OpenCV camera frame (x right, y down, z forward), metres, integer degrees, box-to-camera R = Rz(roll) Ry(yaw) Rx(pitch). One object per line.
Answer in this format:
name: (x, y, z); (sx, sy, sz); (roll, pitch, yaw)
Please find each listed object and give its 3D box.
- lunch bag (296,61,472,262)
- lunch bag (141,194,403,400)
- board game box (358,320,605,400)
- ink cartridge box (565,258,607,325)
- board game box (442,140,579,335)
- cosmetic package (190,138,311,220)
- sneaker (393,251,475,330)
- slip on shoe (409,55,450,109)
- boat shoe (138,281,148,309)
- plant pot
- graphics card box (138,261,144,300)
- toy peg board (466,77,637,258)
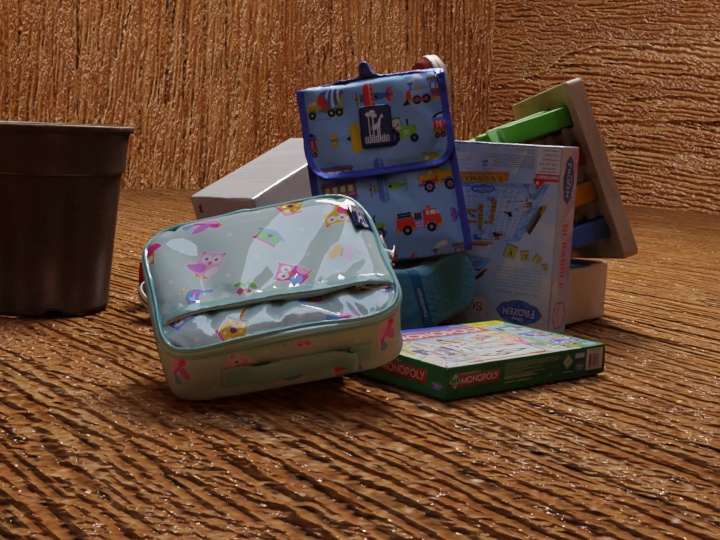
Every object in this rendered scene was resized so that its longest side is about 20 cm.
lunch bag: (0.023, -0.111, 1.111); (0.150, 0.201, 0.094); (-9, 5, 3)
lunch bag: (-0.065, 0.020, 0.860); (0.199, 0.077, 0.161); (-12, 41, -9)
board game box: (0.099, 0.075, 0.962); (0.200, 0.029, 0.134); (-4, 11, -40)
ink cartridge box: (0.175, 0.015, 1.293); (0.200, 0.067, 0.116); (7, 8, 34)
board game box: (0.129, -0.038, 1.173); (0.200, 0.200, 0.041); (9, 8, 37)
cosmetic package: (-0.098, -0.095, 1.332); (0.101, 0.071, 0.200); (4, 28, 37)
sneaker: (0.012, 0.034, 1.103); (0.130, 0.080, 0.200); (-6, 6, 42)
slip on shoe: (0.037, -0.138, 1.168); (0.061, 0.200, 0.074); (2, 39, -38)
boat shoe: (-0.131, 0.017, 1.145); (0.199, 0.062, 0.075); (3, 29, -5)
plant pot: (-0.345, -0.060, 1.176); (0.200, 0.199, 0.200); (3, 8, 0)
graphics card box: (-0.167, 0.007, 1.295); (0.125, 0.051, 0.200); (5, 8, 10)
toy peg board: (0.206, -0.098, 1.259); (0.098, 0.200, 0.200); (-20, 4, -8)
